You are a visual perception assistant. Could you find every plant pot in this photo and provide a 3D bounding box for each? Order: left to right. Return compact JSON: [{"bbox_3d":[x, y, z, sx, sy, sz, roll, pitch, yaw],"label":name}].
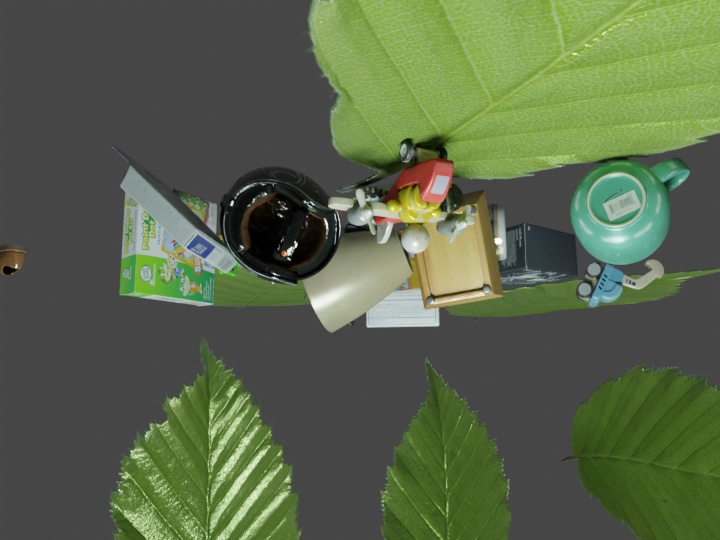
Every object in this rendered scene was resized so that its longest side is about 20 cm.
[{"bbox_3d":[0.000,0.000,1.262,0.196,0.191,0.187,-21,167,8],"label":"plant pot"}]

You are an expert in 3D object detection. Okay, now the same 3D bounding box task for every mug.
[{"bbox_3d":[0.421,-0.112,1.010,0.150,0.188,0.114,22,180,30],"label":"mug"}]

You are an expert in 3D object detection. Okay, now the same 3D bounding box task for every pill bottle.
[{"bbox_3d":[0.193,-0.072,1.265,0.195,0.114,0.111,-2,170,14],"label":"pill bottle"}]

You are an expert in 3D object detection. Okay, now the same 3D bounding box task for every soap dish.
[{"bbox_3d":[0.173,-0.033,1.176,0.154,0.205,0.081,-10,-172,16],"label":"soap dish"}]

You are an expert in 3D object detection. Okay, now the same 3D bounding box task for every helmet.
[{"bbox_3d":[-0.130,-0.074,1.034,0.195,0.205,0.191,0,-173,2],"label":"helmet"}]

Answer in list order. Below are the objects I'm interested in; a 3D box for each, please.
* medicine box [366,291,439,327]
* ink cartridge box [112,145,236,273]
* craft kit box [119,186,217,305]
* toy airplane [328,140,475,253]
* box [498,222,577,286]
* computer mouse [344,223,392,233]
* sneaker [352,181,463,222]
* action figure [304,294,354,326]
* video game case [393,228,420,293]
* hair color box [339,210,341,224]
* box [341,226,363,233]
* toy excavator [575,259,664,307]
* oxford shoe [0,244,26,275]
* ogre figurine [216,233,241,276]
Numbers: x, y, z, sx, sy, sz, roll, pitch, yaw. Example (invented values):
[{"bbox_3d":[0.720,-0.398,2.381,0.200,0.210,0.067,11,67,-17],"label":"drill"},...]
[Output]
[{"bbox_3d":[0.105,0.036,1.563,0.178,0.205,0.103,-1,180,6],"label":"medicine box"},{"bbox_3d":[-0.300,-0.090,1.011,0.199,0.043,0.196,42,177,13],"label":"ink cartridge box"},{"bbox_3d":[-0.346,-0.046,1.155,0.048,0.205,0.196,-6,169,31],"label":"craft kit box"},{"bbox_3d":[0.070,-0.088,0.980,0.196,0.144,0.199,-15,155,16],"label":"toy airplane"},{"bbox_3d":[0.386,-0.032,1.509,0.197,0.107,0.181,7,166,-36],"label":"box"},{"bbox_3d":[0.027,-0.097,1.316,0.107,0.045,0.200,2,170,-7],"label":"computer mouse"},{"bbox_3d":[0.087,-0.130,1.122,0.196,0.080,0.090,0,-171,20],"label":"sneaker"},{"bbox_3d":[-0.101,0.140,2.471,0.198,0.107,0.192,24,-170,35],"label":"action figure"},{"bbox_3d":[0.115,-0.024,1.450,0.196,0.146,0.017,-6,-171,31],"label":"video game case"},{"bbox_3d":[-0.146,-0.108,1.202,0.197,0.065,0.110,8,167,-34],"label":"hair color box"},{"bbox_3d":[-0.075,-0.035,1.506,0.172,0.099,0.200,2,170,-8],"label":"box"},{"bbox_3d":[0.755,0.034,1.840,0.197,0.197,0.100,26,179,20],"label":"toy excavator"},{"bbox_3d":[-0.943,-0.021,1.662,0.070,0.073,0.198,8,169,-44],"label":"oxford shoe"},{"bbox_3d":[-0.293,-0.039,1.495,0.197,0.101,0.119,7,-172,37],"label":"ogre figurine"}]
